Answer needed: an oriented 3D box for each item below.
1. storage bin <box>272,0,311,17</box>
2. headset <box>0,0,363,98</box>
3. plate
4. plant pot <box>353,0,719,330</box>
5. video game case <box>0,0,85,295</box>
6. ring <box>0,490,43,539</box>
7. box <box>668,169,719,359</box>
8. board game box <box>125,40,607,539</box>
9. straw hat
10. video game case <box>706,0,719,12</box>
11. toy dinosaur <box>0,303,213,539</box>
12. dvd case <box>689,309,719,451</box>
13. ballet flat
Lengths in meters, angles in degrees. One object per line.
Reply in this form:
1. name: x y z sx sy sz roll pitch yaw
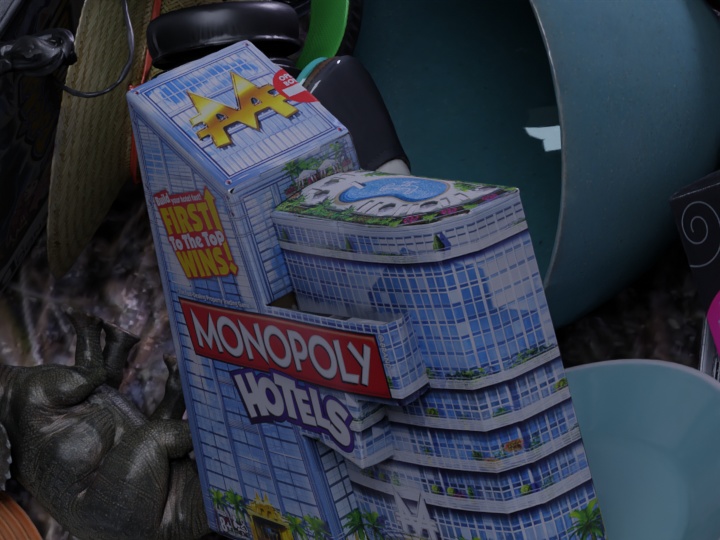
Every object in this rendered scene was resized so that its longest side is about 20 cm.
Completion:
1. storage bin: -0.019 -0.230 1.033 0.135 0.200 0.094 -31 61 -32
2. headset: -0.076 -0.113 0.910 0.094 0.124 0.200 -9 16 36
3. plate: 0.064 0.108 0.863 0.200 0.026 0.200 -24 26 13
4. plant pot: 0.086 -0.072 0.978 0.134 0.200 0.201 -10 60 -29
5. video game case: -0.167 -0.046 0.982 0.025 0.200 0.181 27 71 7
6. ring: -0.230 0.135 0.950 0.199 0.019 0.201 8 32 -5
7. box: 0.228 0.037 0.854 0.114 0.132 0.201 -11 79 -38
8. board game box: -0.011 0.018 0.840 0.062 0.201 0.200 -27 20 -30
9. straw hat: -0.076 -0.086 1.000 0.085 0.201 0.202 11 66 0
10. video game case: 0.204 -0.109 0.988 0.200 0.143 0.018 31 96 20
11. toy dinosaur: -0.112 0.081 0.995 0.199 0.077 0.103 29 87 3
12. dvd case: 0.207 0.007 0.947 0.016 0.148 0.201 -21 51 50
13. ballet flat: 0.000 0.000 0.943 0.073 0.201 0.073 4 41 -4
